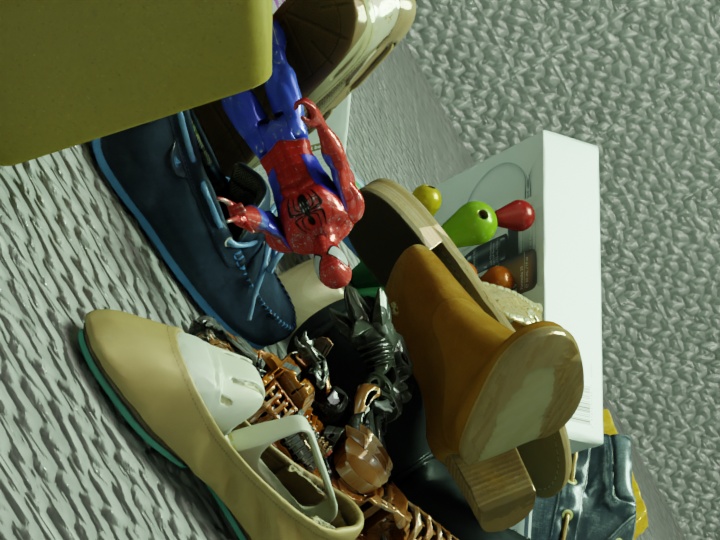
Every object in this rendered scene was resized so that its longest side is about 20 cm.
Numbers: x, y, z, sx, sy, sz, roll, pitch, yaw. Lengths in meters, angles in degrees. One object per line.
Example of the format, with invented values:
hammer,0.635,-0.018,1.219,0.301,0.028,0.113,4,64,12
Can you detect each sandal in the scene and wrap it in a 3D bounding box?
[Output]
sandal,0.078,0.027,1.502,0.069,0.078,0.212,-32,85,-40

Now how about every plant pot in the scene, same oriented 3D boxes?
plant pot,-0.130,-0.165,1.182,0.200,0.199,0.177,-95,167,-70

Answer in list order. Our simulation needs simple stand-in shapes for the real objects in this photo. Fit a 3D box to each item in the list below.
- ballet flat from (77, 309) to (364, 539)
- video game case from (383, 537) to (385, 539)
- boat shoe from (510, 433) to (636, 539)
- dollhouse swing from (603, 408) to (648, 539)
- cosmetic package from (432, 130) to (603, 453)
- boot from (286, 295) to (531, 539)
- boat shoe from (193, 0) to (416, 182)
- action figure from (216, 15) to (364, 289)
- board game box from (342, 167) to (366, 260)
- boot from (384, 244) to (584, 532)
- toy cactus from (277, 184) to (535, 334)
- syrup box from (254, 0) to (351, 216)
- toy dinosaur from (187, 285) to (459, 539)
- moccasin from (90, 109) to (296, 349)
ballet flat,-0.061,0.074,1.210,0.200,0.063,0.069,54,10,-41
video game case,0.012,0.187,1.450,0.201,0.018,0.143,59,9,-18
boat shoe,0.131,0.196,1.640,0.071,0.090,0.202,105,-10,-74
dollhouse swing,0.092,0.094,1.777,0.200,0.180,0.177,-105,-177,-57
cosmetic package,0.090,0.029,1.632,0.051,0.151,0.202,13,66,-30
boot,0.041,0.124,1.508,0.168,0.076,0.201,51,-10,37
boat shoe,-0.044,-0.102,1.460,0.064,0.200,0.072,-7,71,-45
action figure,-0.053,-0.084,1.354,0.201,0.065,0.099,66,7,16
board game box,-0.031,-0.070,1.804,0.200,0.037,0.151,47,4,16
boot,0.056,0.041,1.379,0.202,0.070,0.145,97,-29,-57
toy cactus,0.000,0.000,1.583,0.164,0.199,0.103,-14,88,-43
syrup box,-0.053,-0.121,1.573,0.201,0.081,0.079,98,-25,-54
toy dinosaur,-0.022,0.093,1.341,0.136,0.101,0.201,-85,154,-56
moccasin,-0.078,-0.027,1.421,0.200,0.068,0.081,53,12,-46
